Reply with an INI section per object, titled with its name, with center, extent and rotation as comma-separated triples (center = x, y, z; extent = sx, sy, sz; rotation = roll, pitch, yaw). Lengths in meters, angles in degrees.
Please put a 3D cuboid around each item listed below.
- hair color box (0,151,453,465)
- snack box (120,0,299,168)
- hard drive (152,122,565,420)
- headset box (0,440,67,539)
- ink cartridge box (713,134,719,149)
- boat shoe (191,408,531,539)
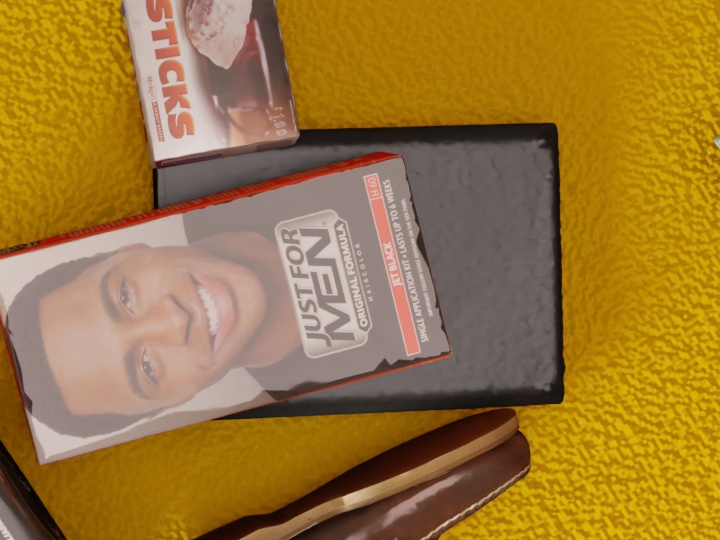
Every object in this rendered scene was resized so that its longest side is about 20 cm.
[hair color box]
center = -0.067, 0.016, 1.256
extent = 0.200, 0.061, 0.102
rotation = -15, 96, -7
[snack box]
center = -0.083, -0.153, 1.280
extent = 0.072, 0.024, 0.200
rotation = -10, 85, -8
[hard drive]
center = 0.000, 0.000, 1.313
extent = 0.200, 0.033, 0.140
rotation = -2, 93, -8
[headset box]
center = -0.176, 0.130, 1.208
extent = 0.075, 0.200, 0.149
rotation = -34, 97, -6
[ink cartridge box]
center = 0.275, -0.087, 1.338
extent = 0.200, 0.059, 0.104
rotation = -39, 98, -5
[boat shoe]
center = -0.004, 0.134, 1.303
extent = 0.200, 0.070, 0.070
rotation = -25, 96, 1
